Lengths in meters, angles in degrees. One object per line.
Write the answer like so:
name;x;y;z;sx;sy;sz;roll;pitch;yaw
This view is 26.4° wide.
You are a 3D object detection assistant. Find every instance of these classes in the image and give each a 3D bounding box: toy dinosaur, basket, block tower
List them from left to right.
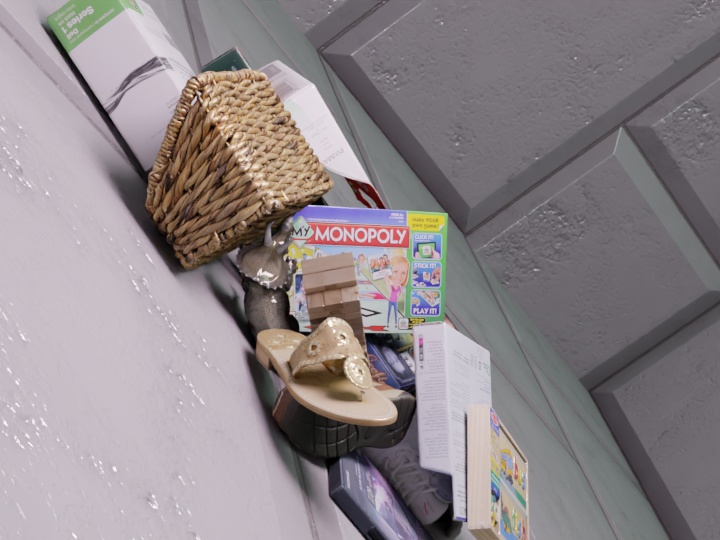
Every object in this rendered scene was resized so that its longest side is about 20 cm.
basket;-0.141;-0.099;1.503;0.149;0.143;0.200;58;19;0
toy dinosaur;-0.090;0.043;1.537;0.102;0.077;0.201;-58;144;-77
block tower;-0.022;0.065;1.565;0.200;0.058;0.054;80;2;-53

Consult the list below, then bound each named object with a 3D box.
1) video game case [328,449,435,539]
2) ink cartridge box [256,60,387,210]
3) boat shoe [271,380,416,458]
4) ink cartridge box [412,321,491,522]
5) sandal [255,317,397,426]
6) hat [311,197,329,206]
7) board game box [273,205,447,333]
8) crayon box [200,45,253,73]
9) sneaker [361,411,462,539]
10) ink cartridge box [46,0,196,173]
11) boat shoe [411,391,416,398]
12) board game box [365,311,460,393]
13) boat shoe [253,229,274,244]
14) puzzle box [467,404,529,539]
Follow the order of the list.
video game case;0.033;0.256;1.523;0.200;0.019;0.143;51;10;-17
ink cartridge box;-0.044;-0.132;1.722;0.200;0.050;0.161;61;-7;-23
boat shoe;-0.026;0.135;1.494;0.074;0.076;0.200;31;9;32
ink cartridge box;0.101;0.168;1.613;0.196;0.043;0.201;35;53;-68
sandal;-0.037;0.073;1.403;0.077;0.070;0.212;-5;19;-30
hat;-0.067;-0.053;1.937;0.201;0.081;0.201;54;1;-1
board game box;0.000;0.000;1.650;0.029;0.200;0.135;3;-89;63
crayon box;-0.120;-0.163;1.707;0.127;0.051;0.200;56;-6;3
sneaker;0.059;0.217;1.623;0.200;0.078;0.099;47;15;-36
ink cartridge box;-0.224;-0.195;1.619;0.200;0.084;0.146;57;7;9
boat shoe;0.033;0.144;1.754;0.200;0.070;0.070;61;7;34
board game box;0.045;0.074;1.757;0.136;0.035;0.200;55;28;13
boat shoe;-0.041;-0.026;1.695;0.200;0.072;0.065;0;44;-28
puzzle box;0.149;0.236;1.633;0.200;0.025;0.133;53;35;-61
